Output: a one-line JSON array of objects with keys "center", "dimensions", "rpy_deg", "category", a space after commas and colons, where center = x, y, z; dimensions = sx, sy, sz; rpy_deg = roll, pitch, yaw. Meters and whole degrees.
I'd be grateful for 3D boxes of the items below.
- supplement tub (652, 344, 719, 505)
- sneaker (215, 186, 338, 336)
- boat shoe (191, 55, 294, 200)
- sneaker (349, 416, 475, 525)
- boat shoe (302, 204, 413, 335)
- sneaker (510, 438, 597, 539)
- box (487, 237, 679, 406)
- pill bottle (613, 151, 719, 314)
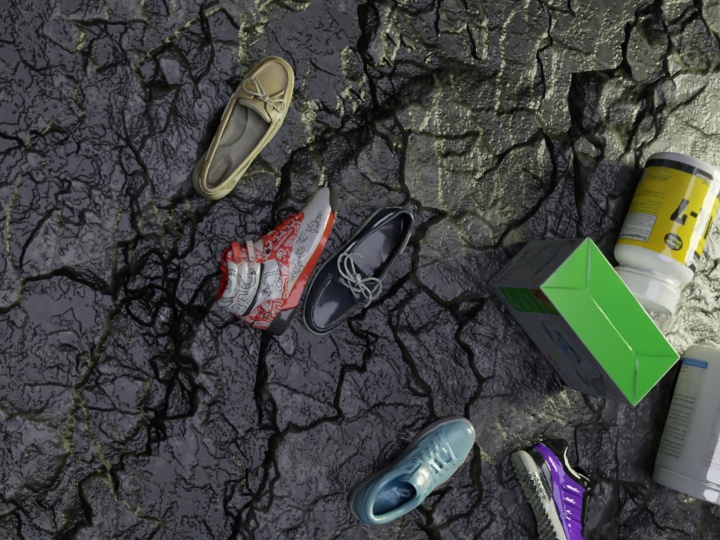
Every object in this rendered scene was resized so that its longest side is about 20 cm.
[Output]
[{"center": [0.495, 0.217, 1.324], "dimensions": [0.130, 0.132, 0.203], "rpy_deg": [19, 87, -14], "category": "supplement tub"}, {"center": [-0.108, -0.029, 1.190], "dimensions": [0.107, 0.067, 0.204], "rpy_deg": [24, 87, -16], "category": "sneaker"}, {"center": [-0.143, -0.179, 1.181], "dimensions": [0.073, 0.063, 0.202], "rpy_deg": [36, 82, -13], "category": "boat shoe"}, {"center": [0.079, 0.268, 1.236], "dimensions": [0.199, 0.082, 0.074], "rpy_deg": [-38, 101, -12], "category": "sneaker"}, {"center": [0.000, 0.000, 1.222], "dimensions": [0.075, 0.062, 0.200], "rpy_deg": [45, 80, -13], "category": "boat shoe"}, {"center": [0.288, 0.323, 1.300], "dimensions": [0.098, 0.069, 0.203], "rpy_deg": [-24, 97, -16], "category": "sneaker"}, {"center": [0.287, 0.061, 1.242], "dimensions": [0.097, 0.176, 0.201], "rpy_deg": [-42, 101, -11], "category": "box"}, {"center": [0.418, -0.050, 1.310], "dimensions": [0.113, 0.114, 0.203], "rpy_deg": [23, 85, -14], "category": "pill bottle"}]
